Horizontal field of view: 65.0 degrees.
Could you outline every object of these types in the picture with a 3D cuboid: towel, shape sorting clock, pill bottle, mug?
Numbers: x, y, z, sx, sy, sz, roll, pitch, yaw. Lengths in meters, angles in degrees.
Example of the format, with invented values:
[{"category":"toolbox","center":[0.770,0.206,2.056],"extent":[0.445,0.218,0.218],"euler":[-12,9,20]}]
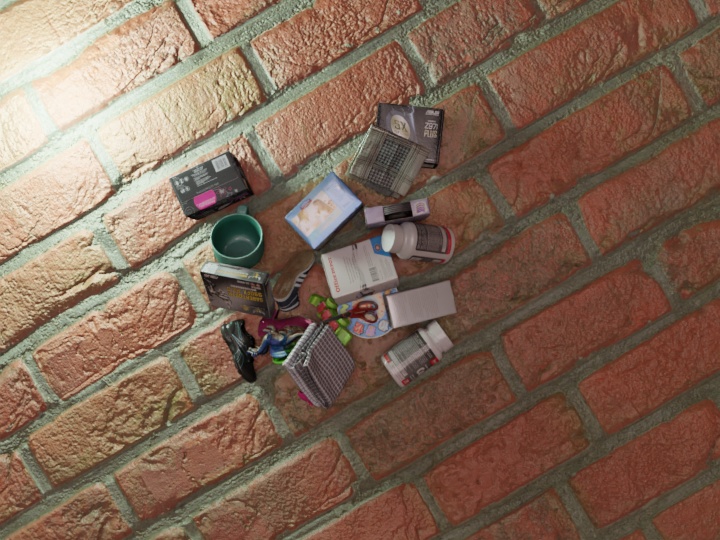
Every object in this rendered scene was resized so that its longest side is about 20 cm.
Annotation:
[{"category":"towel","center":[-0.106,0.267,1.596],"extent":[0.166,0.085,0.201],"euler":[-55,130,-35]},{"category":"shape sorting clock","center":[0.027,0.107,1.725],"extent":[0.198,0.039,0.202],"euler":[0,90,1]},{"category":"towel","center":[0.075,-0.309,1.653],"extent":[0.192,0.035,0.200],"euler":[21,132,-12]},{"category":"pill bottle","center":[0.170,0.245,1.685],"extent":[0.200,0.114,0.114],"euler":[-36,89,1]},{"category":"mug","center":[-0.353,-0.086,1.689],"extent":[0.152,0.115,0.185],"euler":[34,65,12]},{"category":"pill bottle","center":[0.166,-0.083,1.652],"extent":[0.199,0.111,0.112],"euler":[6,90,-25]}]

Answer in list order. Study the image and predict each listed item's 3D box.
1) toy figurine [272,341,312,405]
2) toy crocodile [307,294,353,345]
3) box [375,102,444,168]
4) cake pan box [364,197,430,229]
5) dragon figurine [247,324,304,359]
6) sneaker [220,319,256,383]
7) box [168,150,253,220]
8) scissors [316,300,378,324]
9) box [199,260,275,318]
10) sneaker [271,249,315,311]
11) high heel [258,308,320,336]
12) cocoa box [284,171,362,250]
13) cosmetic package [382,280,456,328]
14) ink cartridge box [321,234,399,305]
[{"category":"toy figurine","center":[-0.139,0.307,1.705],"extent":[0.199,0.150,0.185],"euler":[-27,104,-23]},{"category":"toy crocodile","center":[-0.088,0.143,1.685],"extent":[0.068,0.062,0.200],"euler":[-49,54,18]},{"category":"box","center":[0.142,-0.403,1.698],"extent":[0.199,0.086,0.165],"euler":[7,90,1]},{"category":"cake pan box","center":[0.104,-0.162,1.644],"extent":[0.183,0.200,0.053],"euler":[-11,90,3]},{"category":"dragon figurine","center":[-0.236,0.219,1.670],"extent":[0.199,0.059,0.100],"euler":[2,106,13]},{"category":"sneaker","center":[-0.354,0.243,1.716],"extent":[0.079,0.075,0.201],"euler":[-24,90,-1]},{"category":"box","center":[-0.444,-0.253,1.697],"extent":[0.199,0.115,0.133],"euler":[-25,88,0]},{"category":"scissors","center":[-0.038,0.124,1.661],"extent":[0.199,0.014,0.074],"euler":[-1,64,-18]},{"category":"box","center":[-0.359,0.057,1.665],"extent":[0.199,0.159,0.048],"euler":[11,47,10]},{"category":"sneaker","center":[-0.198,0.035,1.719],"extent":[0.070,0.109,0.200],"euler":[20,57,19]},{"category":"high heel","center":[-0.211,0.178,1.711],"extent":[0.199,0.067,0.097],"euler":[16,81,6]},{"category":"cocoa box","center":[-0.105,-0.172,1.681],"extent":[0.200,0.131,0.133],"euler":[-44,89,1]},{"category":"cosmetic package","center":[0.176,0.100,1.692],"extent":[0.199,0.071,0.102],"euler":[-12,90,-8]},{"category":"ink cartridge box","center":[0.000,0.000,1.684],"extent":[0.199,0.086,0.147],"euler":[-18,70,2]}]
